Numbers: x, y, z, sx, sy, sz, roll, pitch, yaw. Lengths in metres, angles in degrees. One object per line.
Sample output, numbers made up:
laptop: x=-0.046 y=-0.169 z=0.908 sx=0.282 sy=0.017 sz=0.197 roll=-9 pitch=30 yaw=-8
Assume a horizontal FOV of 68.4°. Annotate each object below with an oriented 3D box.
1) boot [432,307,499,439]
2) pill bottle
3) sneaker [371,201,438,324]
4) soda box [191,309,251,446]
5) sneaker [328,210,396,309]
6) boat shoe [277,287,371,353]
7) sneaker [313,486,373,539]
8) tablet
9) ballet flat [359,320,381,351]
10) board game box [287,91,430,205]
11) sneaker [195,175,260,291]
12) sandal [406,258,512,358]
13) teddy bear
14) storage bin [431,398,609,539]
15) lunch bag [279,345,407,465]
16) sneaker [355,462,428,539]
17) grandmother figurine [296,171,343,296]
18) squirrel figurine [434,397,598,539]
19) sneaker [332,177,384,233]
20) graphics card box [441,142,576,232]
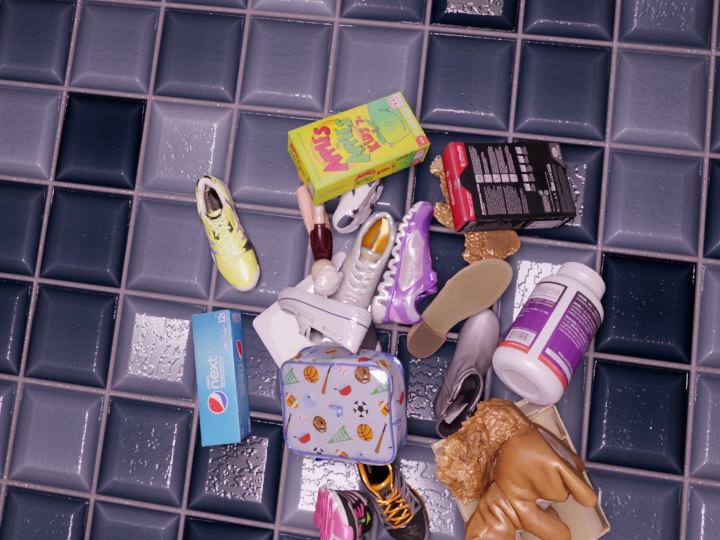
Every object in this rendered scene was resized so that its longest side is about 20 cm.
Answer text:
boot: x=0.170 y=0.152 z=0.803 sx=0.067 sy=0.132 sz=0.207 roll=20 pitch=87 yaw=6
pill bottle: x=0.289 y=0.089 z=0.796 sx=0.111 sy=0.113 sz=0.202 roll=37 pitch=70 yaw=6
sneaker: x=0.087 y=-0.004 z=0.832 sx=0.085 sy=0.080 sz=0.207 roll=17 pitch=83 yaw=19
soda box: x=-0.226 y=0.171 z=0.863 sx=0.065 sy=0.064 sz=0.209 roll=-7 pitch=85 yaw=4
sneaker: x=0.000 y=0.000 z=0.843 sx=0.074 sy=0.081 sz=0.207 roll=20 pitch=84 yaw=-1
boat shoe: x=-0.069 y=0.075 z=0.798 sx=0.196 sy=0.073 sz=0.069 roll=7 pitch=70 yaw=48
sneaker: x=-0.017 y=0.362 z=0.776 sx=0.084 sy=0.200 sz=0.077 roll=9 pitch=75 yaw=-9
tablet: x=-0.072 y=0.080 z=0.886 sx=0.197 sy=0.014 sz=0.132 roll=-37 pitch=84 yaw=1
ballet flat: x=0.004 y=0.167 z=0.835 sx=0.070 sy=0.073 sz=0.207 roll=18 pitch=104 yaw=6
board game box: x=-0.003 y=-0.187 z=0.803 sx=0.194 sy=0.048 sz=0.104 roll=-24 pitch=75 yaw=-17
sneaker: x=-0.229 y=-0.060 z=0.877 sx=0.073 sy=0.076 sz=0.206 roll=-25 pitch=85 yaw=0
sandal: x=0.148 y=0.045 z=0.850 sx=0.077 sy=0.070 sz=0.212 roll=37 pitch=110 yaw=-15
teddy bear: x=0.184 y=-0.107 z=0.862 sx=0.143 sy=0.067 sz=0.203 roll=-34 pitch=83 yaw=-17
storage bin: x=0.238 y=0.329 z=0.804 sx=0.193 sy=0.094 sz=0.206 roll=-25 pitch=83 yaw=1
lunch bag: x=-0.029 y=0.199 z=0.774 sx=0.192 sy=0.075 sz=0.168 roll=0 pitch=100 yaw=24
sneaker: x=0.044 y=0.348 z=0.824 sx=0.077 sy=0.077 sz=0.204 roll=-32 pitch=85 yaw=-1
grandmother figurine: x=-0.065 y=-0.054 z=0.842 sx=0.058 sy=0.122 sz=0.207 roll=-13 pitch=63 yaw=7
squirrel figurine: x=0.185 y=0.290 z=0.709 sx=0.198 sy=0.141 sz=0.189 roll=40 pitch=100 yaw=6
sneaker: x=-0.022 y=-0.166 z=0.862 sx=0.127 sy=0.080 sz=0.203 roll=28 pitch=77 yaw=12
graphics card box: x=0.227 y=-0.130 z=0.817 sx=0.192 sy=0.051 sz=0.131 roll=-4 pitch=73 yaw=-15
